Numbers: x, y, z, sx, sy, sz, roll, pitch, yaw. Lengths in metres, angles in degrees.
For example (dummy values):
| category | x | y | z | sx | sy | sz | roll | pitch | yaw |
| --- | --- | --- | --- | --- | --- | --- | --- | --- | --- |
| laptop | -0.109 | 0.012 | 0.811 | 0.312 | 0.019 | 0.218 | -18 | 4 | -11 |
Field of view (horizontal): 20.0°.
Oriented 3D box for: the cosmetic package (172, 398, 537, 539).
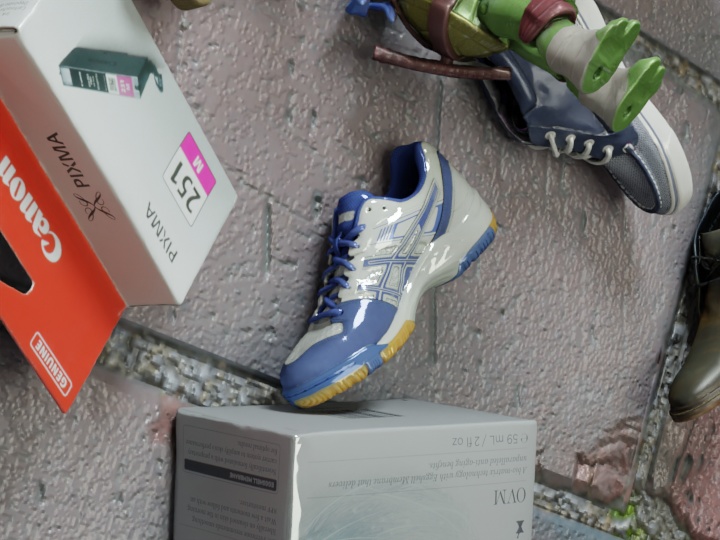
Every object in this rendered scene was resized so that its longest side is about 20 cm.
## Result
| category | x | y | z | sx | sy | sz | roll | pitch | yaw |
| --- | --- | --- | --- | --- | --- | --- | --- | --- | --- |
| cosmetic package | -0.004 | 0.186 | 1.246 | 0.199 | 0.123 | 0.201 | 0 | 94 | -41 |

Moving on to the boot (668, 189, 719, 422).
| category | x | y | z | sx | sy | sz | roll | pitch | yaw |
| --- | --- | --- | --- | --- | --- | --- | --- | --- | --- |
| boot | 0.262 | 0.019 | 1.509 | 0.097 | 0.075 | 0.200 | 53 | 52 | -16 |

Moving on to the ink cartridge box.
| category | x | y | z | sx | sy | sz | roll | pitch | yaw |
| --- | --- | --- | --- | --- | --- | --- | --- | --- | --- |
| ink cartridge box | -0.152 | -0.053 | 1.100 | 0.200 | 0.043 | 0.174 | 63 | 36 | -36 |

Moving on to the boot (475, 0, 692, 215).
| category | x | y | z | sx | sy | sz | roll | pitch | yaw |
| --- | --- | --- | --- | --- | --- | --- | --- | --- | --- |
| boot | 0.147 | -0.100 | 1.399 | 0.090 | 0.073 | 0.200 | -43 | 111 | -22 |

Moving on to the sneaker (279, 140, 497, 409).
| category | x | y | z | sx | sy | sz | roll | pitch | yaw |
| --- | --- | --- | --- | --- | --- | --- | --- | --- | --- |
| sneaker | 0.000 | 0.000 | 1.279 | 0.088 | 0.075 | 0.200 | 53 | 53 | -17 |

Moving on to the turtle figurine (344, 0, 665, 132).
| category | x | y | z | sx | sy | sz | roll | pitch | yaw |
| --- | --- | --- | --- | --- | --- | --- | --- | --- | --- |
| turtle figurine | 0.108 | -0.187 | 1.260 | 0.200 | 0.194 | 0.144 | -35 | 147 | -28 |

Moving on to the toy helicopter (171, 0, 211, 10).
| category | x | y | z | sx | sy | sz | roll | pitch | yaw |
| --- | --- | --- | --- | --- | --- | --- | --- | --- | --- |
| toy helicopter | -0.092 | -0.216 | 1.187 | 0.200 | 0.079 | 0.133 | 0 | 84 | -52 |
